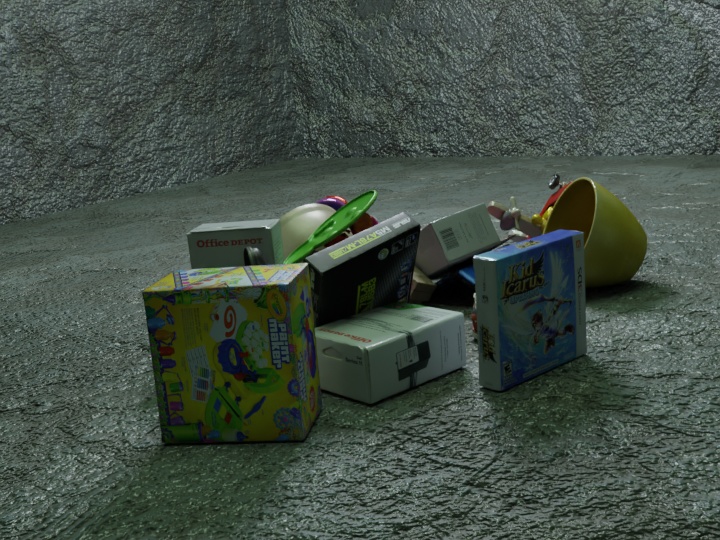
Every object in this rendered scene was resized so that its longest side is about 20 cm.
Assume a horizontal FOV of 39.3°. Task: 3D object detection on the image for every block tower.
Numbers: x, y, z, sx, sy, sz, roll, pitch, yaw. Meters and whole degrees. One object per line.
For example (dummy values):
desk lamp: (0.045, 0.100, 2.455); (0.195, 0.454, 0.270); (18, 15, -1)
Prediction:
block tower: (0.053, -0.009, 1.858); (0.057, 0.054, 0.200); (10, 26, -43)

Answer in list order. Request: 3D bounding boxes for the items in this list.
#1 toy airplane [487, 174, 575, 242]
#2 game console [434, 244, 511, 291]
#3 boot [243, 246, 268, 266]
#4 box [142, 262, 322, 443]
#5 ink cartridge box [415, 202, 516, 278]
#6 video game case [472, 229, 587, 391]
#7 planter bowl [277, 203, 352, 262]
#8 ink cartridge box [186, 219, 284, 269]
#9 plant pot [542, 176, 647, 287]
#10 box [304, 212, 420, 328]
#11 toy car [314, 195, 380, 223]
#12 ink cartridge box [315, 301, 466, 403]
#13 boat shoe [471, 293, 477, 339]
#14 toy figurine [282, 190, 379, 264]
toy airplane: (0.366, -0.073, 1.988); (0.197, 0.201, 0.142); (-10, 38, 21)
game console: (0.230, 0.033, 1.878); (0.170, 0.119, 0.199); (38, 35, 25)
boot: (-0.077, 0.015, 1.598); (0.173, 0.202, 0.069); (-32, 16, -11)
box: (-0.160, 0.106, 1.302); (0.190, 0.203, 0.122); (-2, 12, 11)
ink cartridge box: (0.167, -0.046, 1.896); (0.174, 0.085, 0.200); (-21, -7, -30)
video game case: (0.241, 0.051, 1.410); (0.198, 0.184, 0.045); (-16, 17, -40)
planter bowl: (-0.076, 0.002, 1.816); (0.198, 0.202, 0.135); (-14, 42, -34)
ink cartridge box: (-0.199, 0.022, 1.685); (0.143, 0.203, 0.084); (-3, 13, 9)
plant pot: (0.434, -0.050, 1.834); (0.140, 0.203, 0.200); (18, 7, -14)
box: (-0.002, 0.031, 1.513); (0.192, 0.202, 0.047); (-28, 52, -34)
toy car: (-0.052, -0.085, 2.158); (0.173, 0.152, 0.200); (-19, 10, 12)
ink cartridge box: (0.035, 0.113, 1.451); (0.198, 0.084, 0.146); (-15, 16, -39)
boat shoe: (0.216, 0.051, 1.658); (0.070, 0.064, 0.200); (4, 19, 13)
toy figurine: (0.000, 0.000, 1.694); (0.199, 0.185, 0.150); (-39, 14, -4)
